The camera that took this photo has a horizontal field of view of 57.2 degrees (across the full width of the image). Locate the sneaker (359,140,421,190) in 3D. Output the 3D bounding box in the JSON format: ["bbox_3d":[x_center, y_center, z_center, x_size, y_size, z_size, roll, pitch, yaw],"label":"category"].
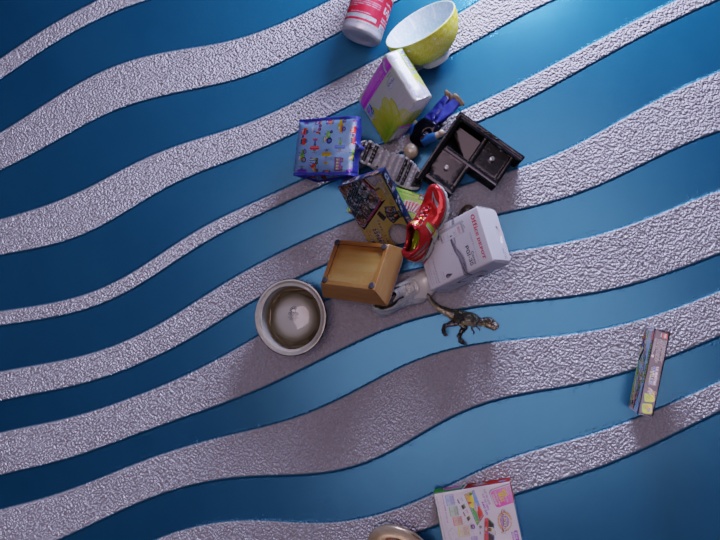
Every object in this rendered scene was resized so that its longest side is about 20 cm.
[{"bbox_3d":[0.075,-0.278,1.739,0.198,0.081,0.076,30,91,-9],"label":"sneaker"}]

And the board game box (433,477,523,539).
[{"bbox_3d":[0.294,0.616,1.656,0.197,0.040,0.155,-12,84,10],"label":"board game box"}]

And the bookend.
[{"bbox_3d":[0.272,-0.255,1.670,0.198,0.092,0.201,36,91,3],"label":"bookend"}]

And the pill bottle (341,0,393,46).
[{"bbox_3d":[0.030,-0.712,1.749,0.111,0.112,0.203,18,90,11],"label":"pill bottle"}]

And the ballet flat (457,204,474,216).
[{"bbox_3d":[0.266,-0.070,1.699,0.066,0.046,0.203,10,89,12],"label":"ballet flat"}]

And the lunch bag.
[{"bbox_3d":[-0.071,-0.316,1.713,0.198,0.093,0.153,4,87,42],"label":"lunch bag"}]

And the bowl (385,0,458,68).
[{"bbox_3d":[0.176,-0.592,1.706,0.199,0.201,0.108,-32,124,8],"label":"bowl"}]

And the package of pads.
[{"bbox_3d":[0.085,-0.438,1.686,0.068,0.200,0.156,-26,79,-30],"label":"package of pads"}]

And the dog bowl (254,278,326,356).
[{"bbox_3d":[-0.177,0.125,1.760,0.197,0.074,0.203,-1,86,12],"label":"dog bowl"}]

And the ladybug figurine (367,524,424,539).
[{"bbox_3d":[0.109,0.720,1.670,0.199,0.072,0.137,32,92,12],"label":"ladybug figurine"}]

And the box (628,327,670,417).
[{"bbox_3d":[0.686,0.238,1.569,0.034,0.110,0.203,12,88,11],"label":"box"}]

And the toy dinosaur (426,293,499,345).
[{"bbox_3d":[0.249,0.135,1.686,0.197,0.048,0.089,20,77,3],"label":"toy dinosaur"}]

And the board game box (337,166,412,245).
[{"bbox_3d":[0.046,-0.153,1.677,0.134,0.035,0.201,-12,120,33],"label":"board game box"}]

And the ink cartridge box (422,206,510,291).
[{"bbox_3d":[0.251,-0.051,1.630,0.199,0.082,0.149,-28,68,39],"label":"ink cartridge box"}]

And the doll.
[{"bbox_3d":[0.182,-0.374,1.713,0.200,0.048,0.136,-49,39,2],"label":"doll"}]

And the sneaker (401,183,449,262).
[{"bbox_3d":[0.155,-0.116,1.614,0.077,0.084,0.203,23,99,43],"label":"sneaker"}]

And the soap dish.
[{"bbox_3d":[0.000,0.000,1.683,0.198,0.081,0.159,6,66,33],"label":"soap dish"}]

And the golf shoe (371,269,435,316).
[{"bbox_3d":[0.117,0.060,1.696,0.198,0.097,0.079,-30,80,7],"label":"golf shoe"}]

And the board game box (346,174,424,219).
[{"bbox_3d":[0.074,-0.171,1.742,0.197,0.048,0.103,19,90,11],"label":"board game box"}]
